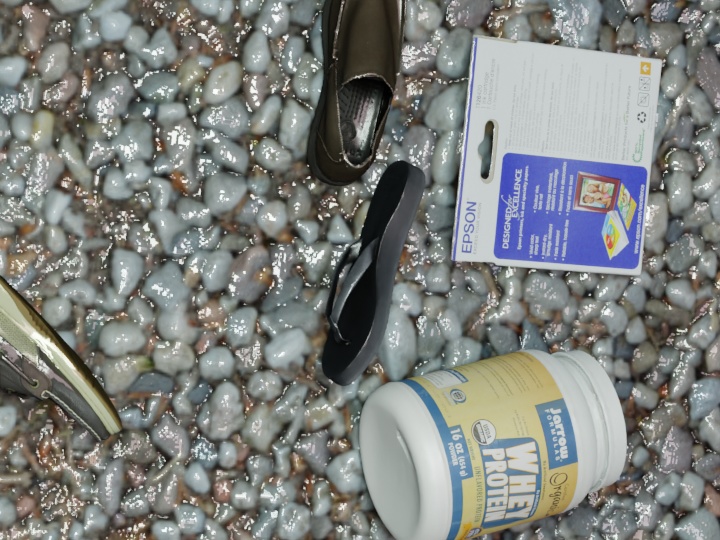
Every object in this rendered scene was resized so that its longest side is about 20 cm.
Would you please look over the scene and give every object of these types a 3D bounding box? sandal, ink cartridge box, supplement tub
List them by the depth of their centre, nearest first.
[{"bbox_3d":[0.000,0.000,1.611,0.043,0.076,0.202,23,74,-25],"label":"sandal"},{"bbox_3d":[0.113,0.149,1.630,0.198,0.144,0.146,-13,99,-22],"label":"supplement tub"},{"bbox_3d":[0.170,-0.101,1.693,0.198,0.047,0.200,5,94,-23],"label":"ink cartridge box"}]

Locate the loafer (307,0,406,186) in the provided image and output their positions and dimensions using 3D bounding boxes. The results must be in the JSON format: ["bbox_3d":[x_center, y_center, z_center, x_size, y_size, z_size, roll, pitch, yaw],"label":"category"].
[{"bbox_3d":[0.007,-0.170,1.597,0.072,0.071,0.203,6,92,-24],"label":"loafer"}]

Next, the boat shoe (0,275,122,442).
[{"bbox_3d":[-0.270,0.067,1.499,0.065,0.073,0.200,-41,106,-4],"label":"boat shoe"}]
